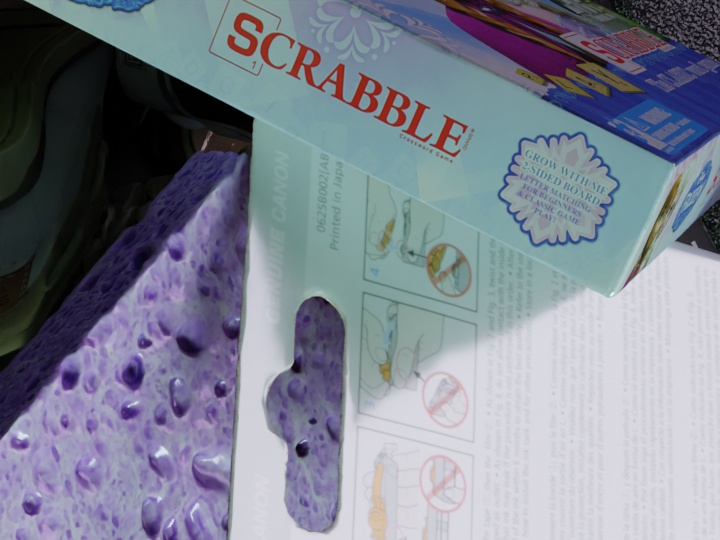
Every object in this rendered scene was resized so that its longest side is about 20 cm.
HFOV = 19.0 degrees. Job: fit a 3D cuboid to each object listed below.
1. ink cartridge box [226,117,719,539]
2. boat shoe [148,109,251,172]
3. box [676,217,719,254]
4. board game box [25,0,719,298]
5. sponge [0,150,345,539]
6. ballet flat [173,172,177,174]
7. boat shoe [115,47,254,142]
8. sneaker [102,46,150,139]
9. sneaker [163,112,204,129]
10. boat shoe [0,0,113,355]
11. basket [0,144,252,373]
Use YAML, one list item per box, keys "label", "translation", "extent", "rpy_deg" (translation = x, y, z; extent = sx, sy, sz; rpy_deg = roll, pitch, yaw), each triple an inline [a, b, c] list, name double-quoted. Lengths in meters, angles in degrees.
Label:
- label: "ink cartridge box"
  translation: [0.044, 0.059, 0.596]
  extent: [0.199, 0.057, 0.163]
  rpy_deg: [13, 65, -25]
- label: "boat shoe"
  translation: [-0.067, -0.124, 0.974]
  extent: [0.072, 0.067, 0.201]
  rpy_deg: [55, 37, -50]
- label: "box"
  translation: [0.087, 0.051, 0.712]
  extent: [0.160, 0.049, 0.200]
  rpy_deg: [-28, 91, -57]
- label: "board game box"
  translation: [0.013, -0.070, 0.630]
  extent: [0.199, 0.041, 0.200]
  rpy_deg: [27, 16, 11]
- label: "sponge"
  translation: [-0.062, 0.075, 0.551]
  extent: [0.200, 0.030, 0.112]
  rpy_deg: [-51, 119, -26]
- label: "ballet flat"
  translation: [0.000, 0.000, 0.862]
  extent: [0.068, 0.199, 0.069]
  rpy_deg: [11, 85, -59]
- label: "boat shoe"
  translation: [-0.030, -0.078, 0.802]
  extent: [0.200, 0.056, 0.069]
  rpy_deg: [-14, 115, -74]
- label: "sneaker"
  translation: [-0.074, -0.140, 0.788]
  extent: [0.074, 0.087, 0.200]
  rpy_deg: [35, -40, 28]
- label: "sneaker"
  translation: [-0.046, -0.160, 0.870]
  extent: [0.076, 0.105, 0.201]
  rpy_deg: [5, 79, -75]
- label: "boat shoe"
  translation: [-0.118, -0.039, 0.693]
  extent: [0.200, 0.074, 0.069]
  rpy_deg: [-81, 166, -64]
- label: "basket"
  translation: [-0.041, 0.053, 0.716]
  extent: [0.136, 0.123, 0.200]
  rpy_deg: [62, 18, -22]
